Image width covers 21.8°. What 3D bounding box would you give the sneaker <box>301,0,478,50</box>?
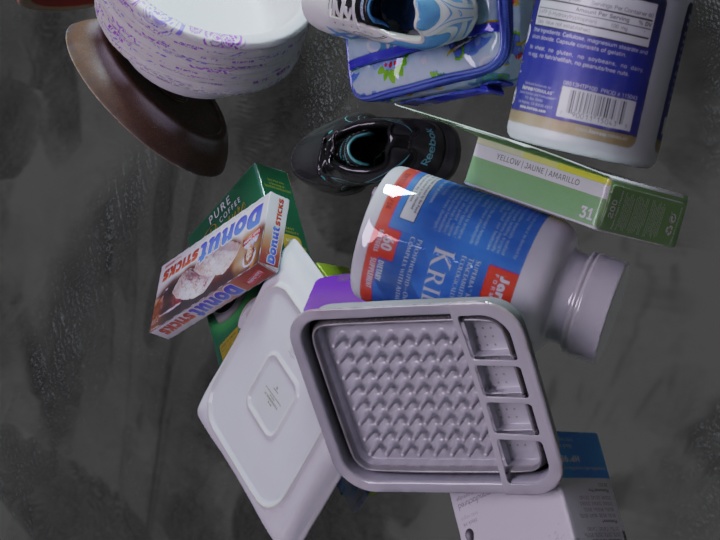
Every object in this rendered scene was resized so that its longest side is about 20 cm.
[{"bbox_3d":[0.011,-0.223,1.543,0.200,0.072,0.072,14,100,49],"label":"sneaker"}]

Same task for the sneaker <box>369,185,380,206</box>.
[{"bbox_3d":[0.062,0.001,1.573,0.200,0.075,0.082,48,118,38],"label":"sneaker"}]

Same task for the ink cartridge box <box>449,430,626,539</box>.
[{"bbox_3d":[0.150,0.238,1.459,0.116,0.067,0.201,-32,63,39],"label":"ink cartridge box"}]

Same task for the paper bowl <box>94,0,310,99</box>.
[{"bbox_3d":[-0.148,-0.240,1.738,0.201,0.200,0.105,60,145,32],"label":"paper bowl"}]

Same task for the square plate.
[{"bbox_3d":[-0.066,0.106,1.584,0.200,0.028,0.199,52,123,43],"label":"square plate"}]

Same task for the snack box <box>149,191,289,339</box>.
[{"bbox_3d":[-0.128,-0.002,1.677,0.200,0.024,0.072,-30,44,50],"label":"snack box"}]

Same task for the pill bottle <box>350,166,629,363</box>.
[{"bbox_3d":[0.102,0.000,1.447,0.199,0.112,0.113,19,100,14],"label":"pill bottle"}]

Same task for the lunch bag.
[{"bbox_3d":[0.072,-0.223,1.589,0.199,0.082,0.162,-6,84,47],"label":"lunch bag"}]

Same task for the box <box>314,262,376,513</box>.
[{"bbox_3d":[-0.009,0.103,1.657,0.122,0.048,0.200,-56,49,26],"label":"box"}]

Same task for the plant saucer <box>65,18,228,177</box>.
[{"bbox_3d":[-0.195,-0.173,1.784,0.032,0.200,0.201,-43,55,19],"label":"plant saucer"}]

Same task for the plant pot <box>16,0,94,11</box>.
[{"bbox_3d":[-0.300,-0.373,1.936,0.200,0.200,0.178,-14,85,45],"label":"plant pot"}]

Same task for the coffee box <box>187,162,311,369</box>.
[{"bbox_3d":[-0.092,0.016,1.700,0.123,0.044,0.201,-47,46,35],"label":"coffee box"}]

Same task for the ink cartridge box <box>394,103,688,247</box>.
[{"bbox_3d":[0.133,-0.070,1.416,0.145,0.199,0.048,22,99,45],"label":"ink cartridge box"}]

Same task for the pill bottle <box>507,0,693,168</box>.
[{"bbox_3d":[0.190,-0.187,1.429,0.119,0.119,0.201,19,99,46],"label":"pill bottle"}]

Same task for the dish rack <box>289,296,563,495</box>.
[{"bbox_3d":[0.055,0.090,1.430,0.199,0.044,0.172,-3,119,29],"label":"dish rack"}]

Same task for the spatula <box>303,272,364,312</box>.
[{"bbox_3d":[0.000,0.000,1.580,0.056,0.200,0.021,-3,108,16],"label":"spatula"}]

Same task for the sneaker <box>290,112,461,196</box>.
[{"bbox_3d":[-0.003,-0.110,1.655,0.199,0.079,0.076,-4,83,48],"label":"sneaker"}]
